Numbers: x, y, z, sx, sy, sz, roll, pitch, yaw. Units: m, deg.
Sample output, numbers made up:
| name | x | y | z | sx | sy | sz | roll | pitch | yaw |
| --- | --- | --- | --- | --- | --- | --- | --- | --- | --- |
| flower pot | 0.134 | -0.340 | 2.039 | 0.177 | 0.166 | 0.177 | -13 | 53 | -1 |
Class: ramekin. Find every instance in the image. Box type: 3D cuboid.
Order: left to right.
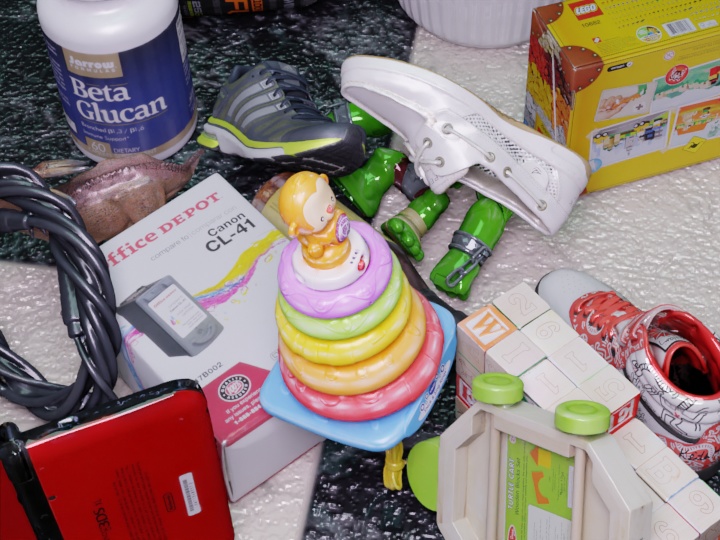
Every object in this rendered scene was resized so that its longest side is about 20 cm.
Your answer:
| name | x | y | z | sx | sy | sz | roll | pitch | yaw |
| --- | --- | --- | --- | --- | --- | --- | --- | --- | --- |
| ramekin | 0.115 | -0.291 | 1.252 | 0.200 | 0.105 | 0.200 | -1 | 51 | 1 |

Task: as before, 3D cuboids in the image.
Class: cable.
| name | x | y | z | sx | sy | sz | roll | pitch | yaw |
| --- | --- | --- | --- | --- | --- | --- | --- | --- | --- |
| cable | -0.232 | 0.019 | 0.983 | 0.200 | 0.163 | 0.051 | 40 | 26 | 18 |

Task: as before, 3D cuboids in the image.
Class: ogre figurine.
| name | x | y | z | sx | sy | sz | roll | pitch | yaw |
| --- | --- | --- | --- | --- | --- | --- | --- | --- | --- |
| ogre figurine | 0.051 | -0.081 | 1.097 | 0.120 | 0.098 | 0.200 | -41 | 43 | -6 |

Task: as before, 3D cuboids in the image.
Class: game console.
| name | x | y | z | sx | sy | sz | roll | pitch | yaw |
| --- | --- | --- | --- | --- | --- | --- | --- | --- | --- |
| game console | -0.184 | 0.115 | 0.875 | 0.172 | 0.200 | 0.119 | -19 | 54 | -12 |

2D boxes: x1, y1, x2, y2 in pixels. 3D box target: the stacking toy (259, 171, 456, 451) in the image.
| name | x | y | z | sx | sy | sz | roll | pitch | yaw |
| --- | --- | --- | --- | --- | --- | --- | --- | --- | --- |
| stacking toy | -0.013 | 0.009 | 0.841 | 0.110 | 0.200 | 0.116 | 16 | 58 | 23 |

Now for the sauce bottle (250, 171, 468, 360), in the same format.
| name | x | y | z | sx | sy | sz | roll | pitch | yaw |
| --- | --- | --- | --- | --- | --- | --- | --- | --- | --- |
| sauce bottle | 0.000 | 0.000 | 1.050 | 0.066 | 0.066 | 0.200 | -38 | 61 | -25 |

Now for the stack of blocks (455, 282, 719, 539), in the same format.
| name | x | y | z | sx | sy | sz | roll | pitch | yaw |
| --- | --- | --- | --- | --- | --- | --- | --- | --- | --- |
| stack of blocks | 0.147 | 0.117 | 0.915 | 0.059 | 0.115 | 0.200 | -31 | 57 | -21 |

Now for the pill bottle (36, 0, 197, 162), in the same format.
| name | x | y | z | sx | sy | sz | roll | pitch | yaw |
| --- | --- | --- | --- | --- | --- | --- | --- | --- | --- |
| pill bottle | -0.197 | -0.187 | 1.120 | 0.111 | 0.200 | 0.111 | -1 | 51 | 2 |

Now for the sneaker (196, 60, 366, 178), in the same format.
| name | x | y | z | sx | sy | sz | roll | pitch | yaw |
| --- | --- | --- | --- | --- | --- | --- | --- | --- | --- |
| sneaker | -0.062 | -0.121 | 1.082 | 0.074 | 0.081 | 0.200 | 10 | 5 | -38 |

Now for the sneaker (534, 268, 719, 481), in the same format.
| name | x | y | z | sx | sy | sz | roll | pitch | yaw |
| --- | --- | --- | --- | --- | --- | --- | --- | --- | --- |
| sneaker | 0.193 | 0.044 | 0.975 | 0.067 | 0.108 | 0.201 | -22 | 53 | -14 |

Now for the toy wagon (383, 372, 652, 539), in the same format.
| name | x | y | z | sx | sy | sz | roll | pitch | yaw |
| --- | --- | --- | --- | --- | --- | --- | --- | --- | --- |
| toy wagon | 0.094 | 0.143 | 0.875 | 0.040 | 0.155 | 0.200 | -11 | 19 | -40 |

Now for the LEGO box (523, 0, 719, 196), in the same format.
| name | x | y | z | sx | sy | sz | roll | pitch | yaw |
| --- | --- | --- | --- | --- | --- | --- | --- | --- | --- |
| LEGO box | 0.238 | -0.152 | 1.106 | 0.200 | 0.149 | 0.077 | -15 | 52 | -10 |

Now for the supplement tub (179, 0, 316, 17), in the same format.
| name | x | y | z | sx | sy | sz | roll | pitch | yaw |
| --- | --- | --- | --- | --- | --- | --- | --- | --- | --- |
| supplement tub | -0.110 | -0.293 | 1.252 | 0.200 | 0.123 | 0.123 | -5 | 51 | -1 |

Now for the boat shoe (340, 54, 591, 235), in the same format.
| name | x | y | z | sx | sy | sz | roll | pitch | yaw |
| --- | --- | --- | --- | --- | --- | --- | --- | --- | --- |
| boat shoe | 0.068 | -0.088 | 1.011 | 0.200 | 0.071 | 0.069 | 26 | 79 | -3 |

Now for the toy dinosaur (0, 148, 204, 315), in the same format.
| name | x | y | z | sx | sy | sz | roll | pitch | yaw |
| --- | --- | --- | --- | --- | --- | --- | --- | --- | --- |
| toy dinosaur | -0.195 | -0.055 | 1.055 | 0.200 | 0.136 | 0.086 | -27 | 55 | -19 |

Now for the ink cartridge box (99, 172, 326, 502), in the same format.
| name | x | y | z | sx | sy | sz | roll | pitch | yaw |
| --- | --- | --- | --- | --- | --- | --- | --- | --- | --- |
| ink cartridge box | -0.096 | 0.044 | 1.004 | 0.148 | 0.086 | 0.200 | -35 | 59 | -22 |
